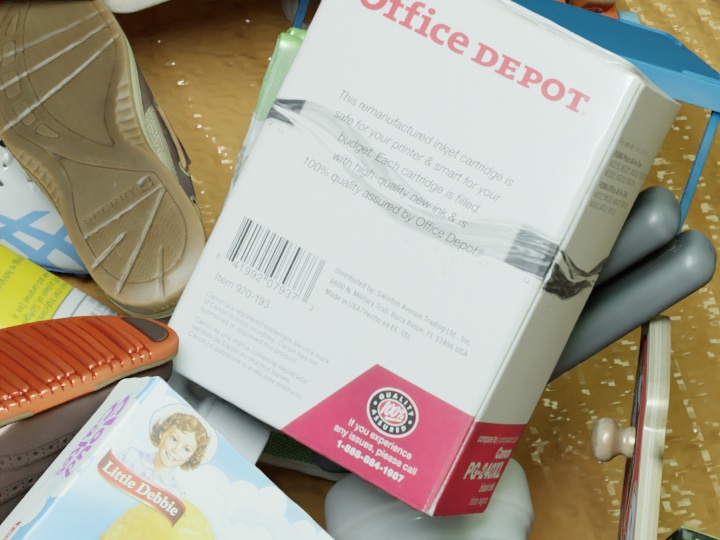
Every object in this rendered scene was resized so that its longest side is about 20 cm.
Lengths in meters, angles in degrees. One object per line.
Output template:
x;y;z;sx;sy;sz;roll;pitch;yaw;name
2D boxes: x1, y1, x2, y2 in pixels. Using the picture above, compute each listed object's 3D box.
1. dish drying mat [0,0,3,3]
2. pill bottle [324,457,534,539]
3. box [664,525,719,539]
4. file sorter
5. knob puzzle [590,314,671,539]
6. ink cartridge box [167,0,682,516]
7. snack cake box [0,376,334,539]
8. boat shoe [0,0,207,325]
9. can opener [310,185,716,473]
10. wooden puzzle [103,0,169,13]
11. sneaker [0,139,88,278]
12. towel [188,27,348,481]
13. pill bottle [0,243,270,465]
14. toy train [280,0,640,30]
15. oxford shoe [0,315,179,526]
-0.178;-0.200;1.320;0.077;0.018;0.201;33;56;-2;dish drying mat
0.042;0.188;1.128;0.115;0.117;0.201;2;62;-19;pill bottle
0.157;0.224;1.190;0.075;0.050;0.201;20;58;-10;box
0.059;-0.073;1.254;0.199;0.124;0.139;15;14;-12;file sorter
0.115;0.106;1.159;0.030;0.220;0.221;6;58;5;knob puzzle
0.026;-0.018;1.088;0.145;0.083;0.201;28;96;21;ink cartridge box
-0.050;0.149;1.005;0.200;0.067;0.115;43;74;-11;snack cake box
-0.113;-0.048;1.175;0.072;0.072;0.201;-31;57;0;boat shoe
0.068;0.037;1.145;0.053;0.199;0.067;49;22;-18;can opener
-0.027;-0.197;1.255;0.199;0.047;0.186;-12;24;15;wooden puzzle
-0.177;-0.061;1.212;0.199;0.073;0.072;28;55;-5;sneaker
0.000;0.000;1.191;0.148;0.201;0.031;15;16;-14;towel
-0.147;0.061;1.130;0.199;0.114;0.115;31;56;-2;pill bottle
0.057;-0.175;1.372;0.198;0.056;0.151;4;61;-19;toy train
-0.159;0.078;1.043;0.199;0.071;0.073;-24;117;-20;oxford shoe
